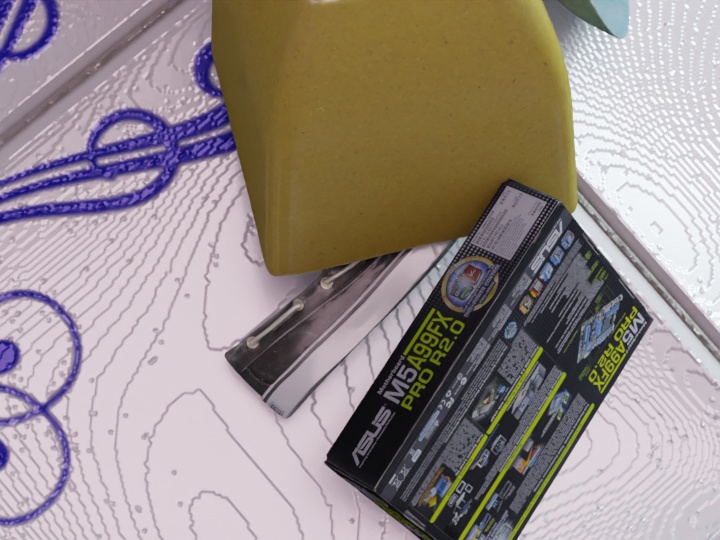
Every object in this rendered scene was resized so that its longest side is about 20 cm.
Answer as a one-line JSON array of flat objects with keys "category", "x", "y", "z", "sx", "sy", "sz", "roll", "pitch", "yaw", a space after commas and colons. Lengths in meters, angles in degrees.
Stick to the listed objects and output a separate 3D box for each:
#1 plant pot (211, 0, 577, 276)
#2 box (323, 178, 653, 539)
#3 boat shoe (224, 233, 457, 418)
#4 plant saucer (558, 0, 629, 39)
[{"category": "plant pot", "x": 0.014, "y": -0.145, "z": 1.079, "sx": 0.195, "sy": 0.200, "sz": 0.194, "roll": -13, "pitch": 58, "yaw": -6}, {"category": "box", "x": 0.082, "y": 0.069, "z": 1.104, "sx": 0.044, "sy": 0.160, "sz": 0.200, "roll": 26, "pitch": 79, "yaw": 38}, {"category": "boat shoe", "x": 0.000, "y": 0.000, "z": 1.150, "sx": 0.064, "sy": 0.071, "sz": 0.200, "roll": 44, "pitch": 82, "yaw": 2}, {"category": "plant saucer", "x": 0.118, "y": -0.236, "z": 1.147, "sx": 0.039, "sy": 0.201, "sz": 0.201, "roll": -14, "pitch": 81, "yaw": 19}]
